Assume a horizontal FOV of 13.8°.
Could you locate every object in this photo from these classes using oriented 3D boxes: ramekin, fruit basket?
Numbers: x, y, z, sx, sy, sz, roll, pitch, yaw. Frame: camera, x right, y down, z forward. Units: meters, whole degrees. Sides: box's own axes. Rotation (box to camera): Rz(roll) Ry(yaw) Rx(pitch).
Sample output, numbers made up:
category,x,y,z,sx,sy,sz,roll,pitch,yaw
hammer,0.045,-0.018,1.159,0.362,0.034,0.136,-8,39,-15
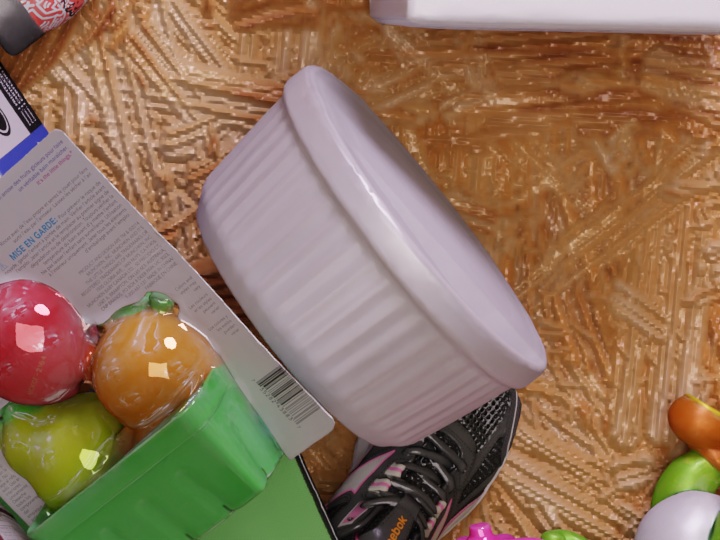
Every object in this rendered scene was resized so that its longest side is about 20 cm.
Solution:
category,x,y,z,sx,sy,sz,roll,pitch,yaw
ramekin,0.000,0.000,1.528,0.094,0.202,0.203,-38,98,9
fruit basket,-0.135,0.049,1.480,0.185,0.094,0.200,-39,95,31

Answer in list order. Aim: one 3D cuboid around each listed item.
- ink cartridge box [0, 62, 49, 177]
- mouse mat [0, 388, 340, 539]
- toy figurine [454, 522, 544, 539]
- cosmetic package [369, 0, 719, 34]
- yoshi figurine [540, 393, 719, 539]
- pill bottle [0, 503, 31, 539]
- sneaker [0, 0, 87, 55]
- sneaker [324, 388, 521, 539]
category,x,y,z,sx,sy,sz,roll,pitch,yaw
ink cartridge box,-0.198,-0.064,1.542,0.044,0.094,0.201,-31,99,17
mouse mat,-0.107,0.135,1.562,0.199,0.008,0.162,-20,97,27
toy figurine,0.065,0.223,1.521,0.200,0.150,0.185,38,127,18
cosmetic package,0.112,-0.207,1.537,0.199,0.166,0.169,1,94,-6
yoshi figurine,0.148,0.166,1.604,0.112,0.112,0.201,33,92,8
pill bottle,-0.201,0.181,1.510,0.110,0.110,0.200,-42,57,-2
sneaker,-0.200,-0.222,1.549,0.108,0.067,0.202,-37,101,-4
sneaker,0.019,0.132,1.589,0.080,0.086,0.200,35,90,-8
